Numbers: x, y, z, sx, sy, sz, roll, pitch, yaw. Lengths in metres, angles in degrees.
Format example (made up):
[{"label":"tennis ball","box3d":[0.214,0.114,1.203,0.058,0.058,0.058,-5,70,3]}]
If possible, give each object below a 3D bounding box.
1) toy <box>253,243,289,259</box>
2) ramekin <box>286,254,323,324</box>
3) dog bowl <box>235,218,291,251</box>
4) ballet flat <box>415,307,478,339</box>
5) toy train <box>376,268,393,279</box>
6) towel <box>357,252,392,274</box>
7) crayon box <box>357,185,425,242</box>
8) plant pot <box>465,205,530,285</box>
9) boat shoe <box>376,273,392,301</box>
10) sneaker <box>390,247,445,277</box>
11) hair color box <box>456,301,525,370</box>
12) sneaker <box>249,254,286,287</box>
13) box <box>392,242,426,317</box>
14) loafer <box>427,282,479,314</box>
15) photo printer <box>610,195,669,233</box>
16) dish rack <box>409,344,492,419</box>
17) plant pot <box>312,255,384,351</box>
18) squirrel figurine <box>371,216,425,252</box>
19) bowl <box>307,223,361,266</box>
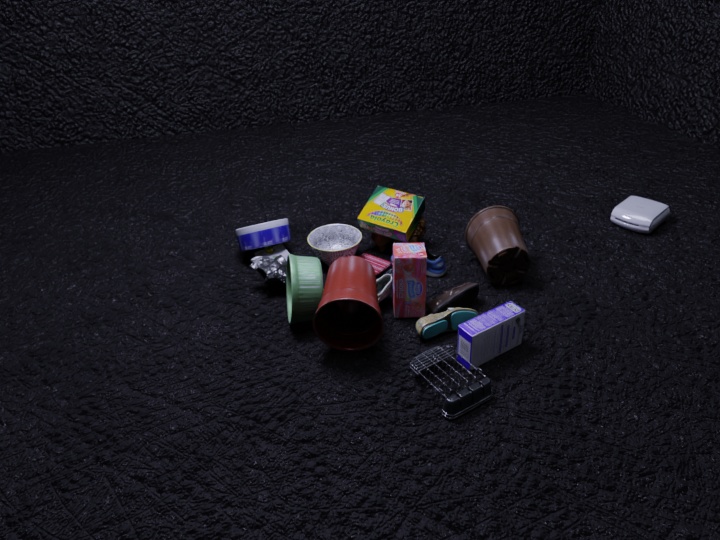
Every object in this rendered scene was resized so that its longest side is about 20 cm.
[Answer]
[{"label":"toy","box3d":[-0.288,-0.018,1.849,0.112,0.049,0.200,-19,41,-22]},{"label":"ramekin","box3d":[-0.168,0.055,1.584,0.093,0.207,0.202,-1,30,-12]},{"label":"dog bowl","box3d":[-0.352,-0.129,1.929,0.192,0.082,0.200,-12,6,1]},{"label":"ballet flat","box3d":[0.247,0.142,1.532,0.193,0.073,0.071,-15,33,-16]},{"label":"toy train","box3d":[0.060,0.045,1.735,0.045,0.035,0.198,17,37,33]},{"label":"towel","box3d":[0.000,0.000,1.825,0.141,0.023,0.198,20,36,36]},{"label":"crayon box","box3d":[0.112,-0.205,1.895,0.194,0.059,0.175,17,57,24]},{"label":"plant pot","box3d":[0.463,-0.074,1.756,0.191,0.206,0.202,-4,37,-3]},{"label":"boat shoe","box3d":[0.028,0.081,1.617,0.071,0.063,0.200,32,56,22]},{"label":"sneaker","box3d":[0.197,-0.041,1.809,0.192,0.092,0.079,6,30,14]},{"label":"hair color box","box3d":[0.351,0.173,1.430,0.194,0.113,0.065,-18,32,-25]},{"label":"sneaker","box3d":[-0.268,0.025,1.721,0.102,0.061,0.202,-28,69,-27]},{"label":"box","box3d":[0.146,0.030,1.588,0.098,0.207,0.096,-1,28,1]},{"label":"loafer","box3d":[0.283,0.080,1.620,0.195,0.076,0.071,-21,36,-28]},{"label":"photo printer","box3d":[1.073,-0.215,2.045,0.196,0.072,0.164,-27,39,-34]},{"label":"dish rack","box3d":[0.223,0.270,1.341,0.149,0.057,0.199,-17,32,-25]},{"label":"plant pot","box3d":[-0.028,0.080,1.484,0.192,0.206,0.200,0,43,4]},{"label":"squirrel figurine","box3d":[0.137,-0.147,1.947,0.182,0.146,0.198,-27,35,-24]},{"label":"bowl","box3d":[-0.089,-0.078,1.886,0.192,0.097,0.203,-2,32,1]}]
